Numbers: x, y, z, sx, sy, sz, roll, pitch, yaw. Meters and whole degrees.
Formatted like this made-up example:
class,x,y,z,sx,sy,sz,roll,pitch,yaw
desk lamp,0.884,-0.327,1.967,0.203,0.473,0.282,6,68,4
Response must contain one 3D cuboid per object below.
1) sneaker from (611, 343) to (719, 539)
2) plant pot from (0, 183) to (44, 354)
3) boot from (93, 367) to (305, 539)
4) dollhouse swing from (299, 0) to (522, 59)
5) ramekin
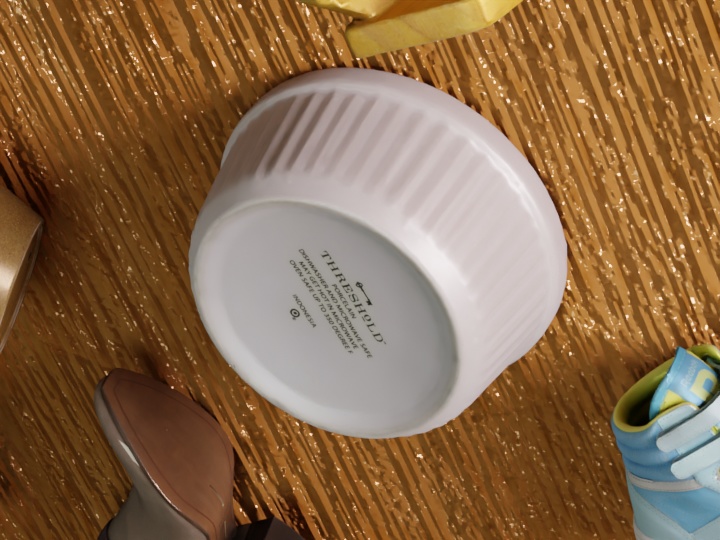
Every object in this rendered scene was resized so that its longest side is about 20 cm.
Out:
class,x,y,z,sx,sy,sz,roll,pitch,yaw
sneaker,0.217,0.097,1.182,0.199,0.080,0.131,-4,125,32
plant pot,-0.294,-0.018,1.334,0.199,0.187,0.187,20,135,-2
boot,-0.126,0.159,1.444,0.200,0.070,0.146,48,137,-12
dollhouse swing,0.061,-0.213,0.962,0.176,0.182,0.200,9,133,51
ramekin,0.000,0.000,1.217,0.202,0.094,0.203,17,133,19
